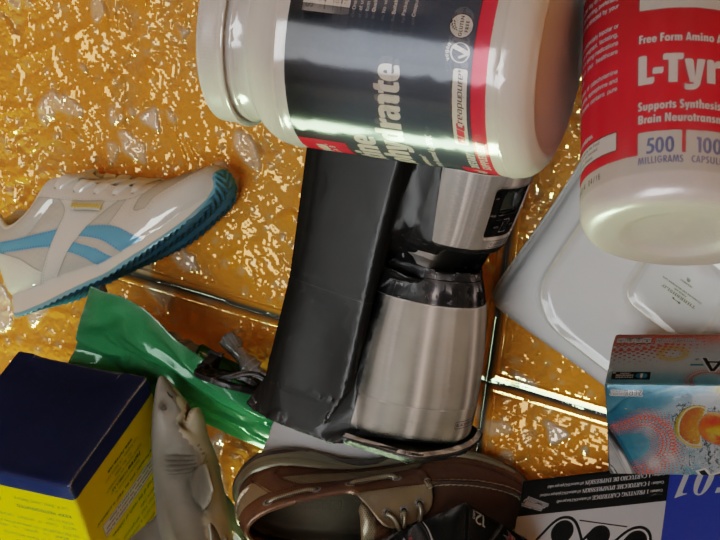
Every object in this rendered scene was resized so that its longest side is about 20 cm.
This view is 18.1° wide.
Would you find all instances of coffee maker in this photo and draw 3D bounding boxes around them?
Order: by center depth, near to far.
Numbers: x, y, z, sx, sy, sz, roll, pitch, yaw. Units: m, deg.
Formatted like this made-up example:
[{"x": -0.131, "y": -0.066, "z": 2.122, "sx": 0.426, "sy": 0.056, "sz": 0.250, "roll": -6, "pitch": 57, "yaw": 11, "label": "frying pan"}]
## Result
[{"x": 0.000, "y": 0.000, "z": 1.420, "sx": 0.192, "sy": 0.135, "sz": 0.201, "roll": 11, "pitch": 102, "yaw": 2, "label": "coffee maker"}]

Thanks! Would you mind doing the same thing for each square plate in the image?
[{"x": 0.200, "y": 0.007, "z": 1.394, "sx": 0.200, "sy": 0.028, "sz": 0.198, "roll": 38, "pitch": 120, "yaw": 12, "label": "square plate"}]

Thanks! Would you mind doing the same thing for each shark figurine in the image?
[{"x": -0.121, "y": 0.180, "z": 1.457, "sx": 0.089, "sy": 0.215, "sz": 0.128, "roll": -18, "pitch": 121, "yaw": 3, "label": "shark figurine"}]

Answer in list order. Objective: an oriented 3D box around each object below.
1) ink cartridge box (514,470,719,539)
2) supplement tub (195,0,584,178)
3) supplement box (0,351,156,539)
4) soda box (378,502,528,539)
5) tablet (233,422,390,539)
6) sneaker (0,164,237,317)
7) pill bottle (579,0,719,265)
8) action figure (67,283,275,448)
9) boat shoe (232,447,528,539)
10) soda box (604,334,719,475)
[{"x": 0.188, "y": 0.170, "z": 1.405, "sx": 0.200, "sy": 0.094, "sz": 0.044, "roll": -10, "pitch": 143, "yaw": 34, "label": "ink cartridge box"}, {"x": 0.020, "y": -0.134, "z": 1.303, "sx": 0.199, "sy": 0.140, "sz": 0.141, "roll": 9, "pitch": 110, "yaw": 18, "label": "supplement tub"}, {"x": -0.194, "y": 0.171, "z": 1.567, "sx": 0.109, "sy": 0.110, "sz": 0.200, "roll": 10, "pitch": 134, "yaw": 25, "label": "supplement box"}, {"x": 0.016, "y": 0.218, "z": 1.449, "sx": 0.071, "sy": 0.063, "sz": 0.200, "roll": 32, "pitch": 136, "yaw": -33, "label": "soda box"}, {"x": -0.019, "y": 0.181, "z": 1.543, "sx": 0.130, "sy": 0.014, "sz": 0.200, "roll": 17, "pitch": 116, "yaw": -6, "label": "tablet"}, {"x": -0.175, "y": -0.035, "z": 1.552, "sx": 0.200, "sy": 0.076, "sz": 0.081, "roll": -23, "pitch": 87, "yaw": 28, "label": "sneaker"}, {"x": 0.181, "y": -0.113, "z": 1.275, "sx": 0.112, "sy": 0.112, "sz": 0.201, "roll": -9, "pitch": 67, "yaw": 30, "label": "pill bottle"}, {"x": -0.099, "y": 0.077, "z": 1.546, "sx": 0.200, "sy": 0.055, "sz": 0.118, "roll": 26, "pitch": 149, "yaw": 2, "label": "action figure"}, {"x": 0.014, "y": 0.163, "z": 1.484, "sx": 0.199, "sy": 0.072, "sz": 0.076, "roll": -2, "pitch": 117, "yaw": 3, "label": "boat shoe"}, {"x": 0.247, "y": 0.080, "z": 1.337, "sx": 0.199, "sy": 0.068, "sz": 0.064, "roll": 0, "pitch": 115, "yaw": 13, "label": "soda box"}]
